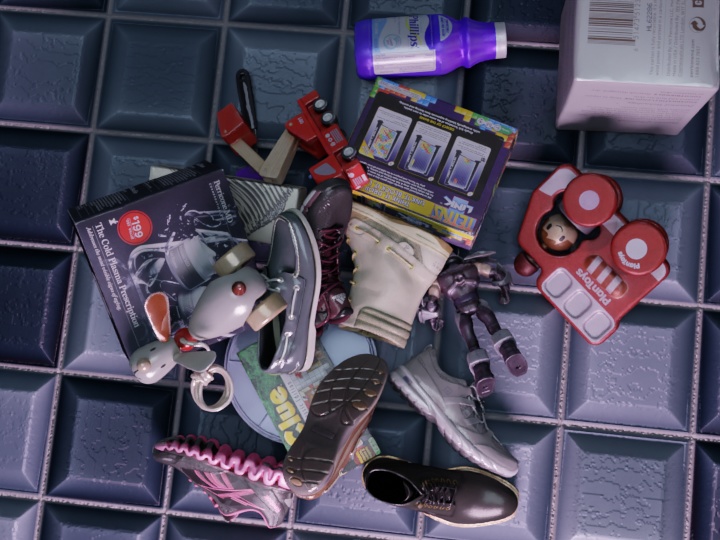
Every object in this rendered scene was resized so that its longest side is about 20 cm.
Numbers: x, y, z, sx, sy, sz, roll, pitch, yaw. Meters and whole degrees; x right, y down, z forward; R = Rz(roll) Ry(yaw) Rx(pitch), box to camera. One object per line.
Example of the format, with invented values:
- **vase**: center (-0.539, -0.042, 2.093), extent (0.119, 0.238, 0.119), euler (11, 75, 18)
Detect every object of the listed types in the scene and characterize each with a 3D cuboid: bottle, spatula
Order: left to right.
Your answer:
- **spatula**: center (-0.148, -0.177, 1.332), extent (0.056, 0.021, 0.200), euler (-10, 81, 8)
- **bottle**: center (0.092, -0.298, 1.304), extent (0.200, 0.065, 0.084), euler (-3, 57, 4)

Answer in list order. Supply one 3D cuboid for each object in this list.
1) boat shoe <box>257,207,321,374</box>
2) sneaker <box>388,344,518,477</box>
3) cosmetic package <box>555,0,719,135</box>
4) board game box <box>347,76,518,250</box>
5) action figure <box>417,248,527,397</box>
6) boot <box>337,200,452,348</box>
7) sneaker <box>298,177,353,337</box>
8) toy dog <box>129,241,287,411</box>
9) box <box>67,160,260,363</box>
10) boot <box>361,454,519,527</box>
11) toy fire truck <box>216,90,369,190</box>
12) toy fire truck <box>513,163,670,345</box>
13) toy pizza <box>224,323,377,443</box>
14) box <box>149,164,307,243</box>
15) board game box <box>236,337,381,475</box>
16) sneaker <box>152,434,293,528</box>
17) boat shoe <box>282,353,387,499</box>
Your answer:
- **boat shoe**: center (-0.091, 0.028, 1.160), extent (0.062, 0.073, 0.200), euler (-9, 106, -38)
- **sneaker**: center (0.131, 0.177, 1.239), extent (0.200, 0.075, 0.082), euler (44, 80, 4)
- **cosmetic package**: center (0.337, -0.276, 1.220), extent (0.166, 0.200, 0.168), euler (4, 83, 5)
- **board game box**: center (0.082, -0.140, 1.280), extent (0.200, 0.057, 0.165), euler (23, 75, 7)
- **action figure**: center (0.140, 0.053, 1.246), extent (0.130, 0.069, 0.200), euler (-26, 57, 10)
- **boot**: center (0.000, 0.000, 1.255), extent (0.200, 0.072, 0.155), euler (23, 85, 25)
- **sneaker**: center (-0.033, -0.004, 1.189), extent (0.116, 0.076, 0.200), euler (49, 132, 37)
- **toy dog**: center (-0.174, 0.059, 1.101), extent (0.132, 0.096, 0.200), euler (32, 91, 5)
- **box**: center (-0.228, -0.008, 1.191), extent (0.182, 0.104, 0.200), euler (-23, 109, -16)
- **boot**: center (0.097, 0.275, 1.196), extent (0.200, 0.138, 0.078), euler (7, 83, 4)
- **toy fire truck**: center (-0.088, -0.155, 1.251), extent (0.141, 0.049, 0.200), euler (-31, 58, 3)
- **toy fire truck**: center (0.285, -0.026, 1.246), extent (0.200, 0.112, 0.168), euler (46, 106, 9)
- **toy pizza**: center (-0.077, 0.126, 1.282), extent (0.200, 0.032, 0.200), euler (0, 82, 1)
- **box**: center (-0.176, -0.085, 1.292), extent (0.200, 0.068, 0.082), euler (8, 97, 5)
- **board game box**: center (-0.066, 0.168, 1.249), extent (0.105, 0.023, 0.200), euler (-30, 82, -1)
- **sneaker**: center (-0.176, 0.272, 1.256), extent (0.200, 0.079, 0.096), euler (16, 96, 7)
- **boat shoe**: center (-0.030, 0.190, 1.201), extent (0.076, 0.072, 0.200), euler (26, 64, 21)
